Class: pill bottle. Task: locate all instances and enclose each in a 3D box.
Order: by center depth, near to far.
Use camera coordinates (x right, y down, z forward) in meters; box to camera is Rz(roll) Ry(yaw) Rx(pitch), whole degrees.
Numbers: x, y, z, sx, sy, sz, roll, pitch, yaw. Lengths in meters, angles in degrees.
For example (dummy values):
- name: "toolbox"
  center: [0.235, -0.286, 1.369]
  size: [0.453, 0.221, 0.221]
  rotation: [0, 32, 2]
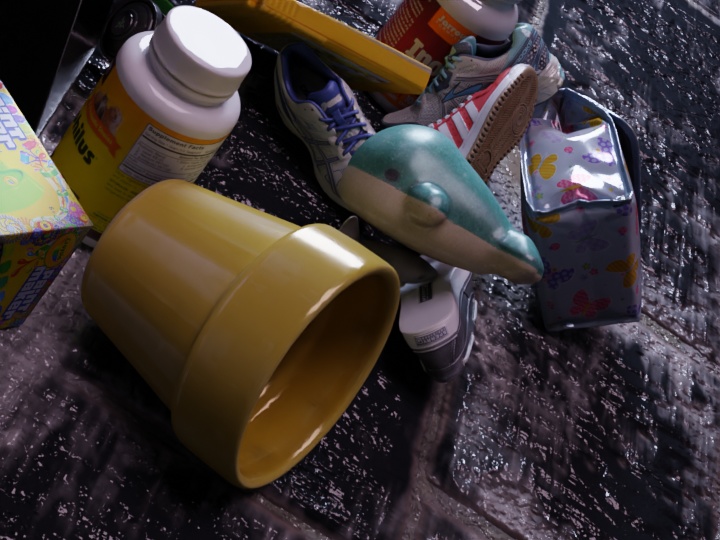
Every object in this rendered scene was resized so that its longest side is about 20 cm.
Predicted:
- name: "pill bottle"
  center: [-0.170, -0.115, 1.346]
  size: [0.109, 0.200, 0.110]
  rotation: [26, 35, -21]
- name: "pill bottle"
  center: [0.094, -0.258, 1.774]
  size: [0.113, 0.200, 0.113]
  rotation: [26, 36, -21]

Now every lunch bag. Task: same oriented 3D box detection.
- name: "lunch bag"
  center: [0.224, -0.068, 1.695]
  size: [0.126, 0.170, 0.201]
  rotation: [-9, 40, 5]

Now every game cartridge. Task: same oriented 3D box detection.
- name: "game cartridge"
  center: [-0.050, -0.229, 1.664]
  size: [0.199, 0.033, 0.176]
  rotation: [22, -2, -25]

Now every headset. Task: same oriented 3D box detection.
- name: "headset"
  center: [-0.194, -0.179, 1.513]
  size: [0.124, 0.094, 0.200]
  rotation: [53, 22, -23]

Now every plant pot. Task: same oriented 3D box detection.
- name: "plant pot"
  center: [-0.101, 0.032, 1.273]
  size: [0.189, 0.201, 0.200]
  rotation: [35, 30, 20]
- name: "plant pot"
  center: [-0.301, -0.259, 1.407]
  size: [0.177, 0.200, 0.200]
  rotation: [23, 36, -6]

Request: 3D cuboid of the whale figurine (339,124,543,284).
- name: "whale figurine"
  center: [0.082, -0.060, 1.495]
  size: [0.199, 0.104, 0.159]
  rotation: [27, -1, 14]

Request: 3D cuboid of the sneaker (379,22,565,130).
- name: "sneaker"
  center: [0.105, -0.195, 1.722]
  size: [0.087, 0.199, 0.078]
  rotation: [62, 17, -22]

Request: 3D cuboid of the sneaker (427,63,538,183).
- name: "sneaker"
  center: [0.088, -0.132, 1.655]
  size: [0.112, 0.200, 0.071]
  rotation: [20, -22, 37]

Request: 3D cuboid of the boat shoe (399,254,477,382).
- name: "boat shoe"
  center: [0.077, 0.038, 1.545]
  size: [0.200, 0.071, 0.068]
  rotation: [-84, 152, -66]

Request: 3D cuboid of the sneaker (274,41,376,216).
- name: "sneaker"
  center: [-0.025, -0.134, 1.600]
  size: [0.075, 0.088, 0.200]
  rotation: [-35, 66, -13]

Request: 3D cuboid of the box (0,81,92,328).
- name: "box"
  center: [-0.336, -0.061, 1.192]
  size: [0.192, 0.122, 0.200]
  rotation: [-10, 58, -51]

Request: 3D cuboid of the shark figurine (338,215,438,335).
- name: "shark figurine"
  center: [-0.019, 0.002, 1.450]
  size: [0.128, 0.090, 0.214]
  rotation: [27, 33, 11]
